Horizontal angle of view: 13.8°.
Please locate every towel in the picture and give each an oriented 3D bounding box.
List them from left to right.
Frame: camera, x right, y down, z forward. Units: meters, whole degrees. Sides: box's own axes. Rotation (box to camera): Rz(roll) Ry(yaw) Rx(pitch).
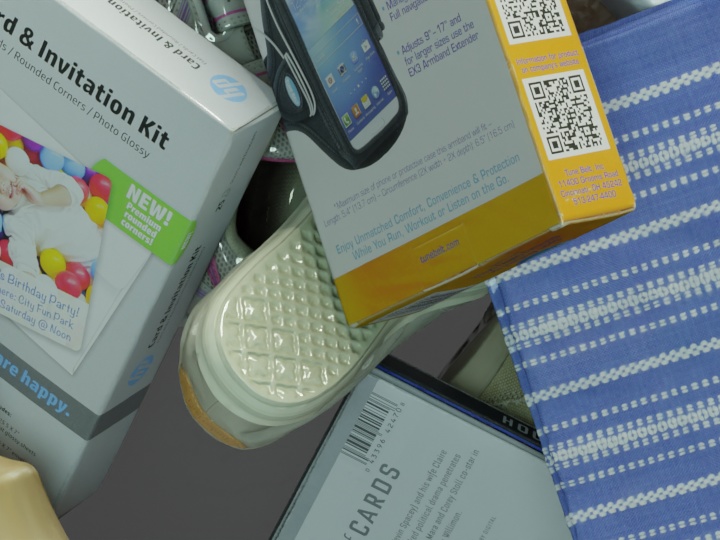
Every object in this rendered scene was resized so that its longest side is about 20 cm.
[{"bbox_3d":[0.115,0.010,0.995,0.144,0.024,0.201,-20,85,24],"label":"towel"}]

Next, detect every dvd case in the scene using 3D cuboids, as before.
[{"bbox_3d":[0.059,0.136,1.113,0.200,0.025,0.151,27,111,-1],"label":"dvd case"}]

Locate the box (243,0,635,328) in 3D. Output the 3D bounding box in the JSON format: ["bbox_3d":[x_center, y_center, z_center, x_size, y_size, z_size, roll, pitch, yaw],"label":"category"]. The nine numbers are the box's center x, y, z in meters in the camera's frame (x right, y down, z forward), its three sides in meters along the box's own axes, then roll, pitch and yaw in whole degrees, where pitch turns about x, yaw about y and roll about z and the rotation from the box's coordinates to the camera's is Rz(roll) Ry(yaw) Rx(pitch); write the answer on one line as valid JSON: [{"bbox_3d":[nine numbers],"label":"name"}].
[{"bbox_3d":[0.012,-0.093,0.999,0.119,0.041,0.201,-26,78,50],"label":"box"}]

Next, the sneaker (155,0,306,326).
[{"bbox_3d":[-0.048,-0.072,1.104,0.088,0.081,0.201,7,108,34],"label":"sneaker"}]

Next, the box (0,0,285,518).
[{"bbox_3d":[-0.131,-0.026,1.096,0.156,0.041,0.200,37,124,12],"label":"box"}]

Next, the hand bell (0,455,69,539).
[{"bbox_3d":[-0.155,0.046,1.078,0.104,0.104,0.201,-17,88,7],"label":"hand bell"}]

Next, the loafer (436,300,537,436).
[{"bbox_3d":[0.075,0.035,1.127,0.068,0.076,0.200,37,109,-2],"label":"loafer"}]

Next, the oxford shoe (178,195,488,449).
[{"bbox_3d":[0.000,0.000,1.075,0.075,0.200,0.058,48,138,2],"label":"oxford shoe"}]

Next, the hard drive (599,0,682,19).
[{"bbox_3d":[0.150,-0.055,1.073,0.025,0.132,0.200,-44,93,3],"label":"hard drive"}]
